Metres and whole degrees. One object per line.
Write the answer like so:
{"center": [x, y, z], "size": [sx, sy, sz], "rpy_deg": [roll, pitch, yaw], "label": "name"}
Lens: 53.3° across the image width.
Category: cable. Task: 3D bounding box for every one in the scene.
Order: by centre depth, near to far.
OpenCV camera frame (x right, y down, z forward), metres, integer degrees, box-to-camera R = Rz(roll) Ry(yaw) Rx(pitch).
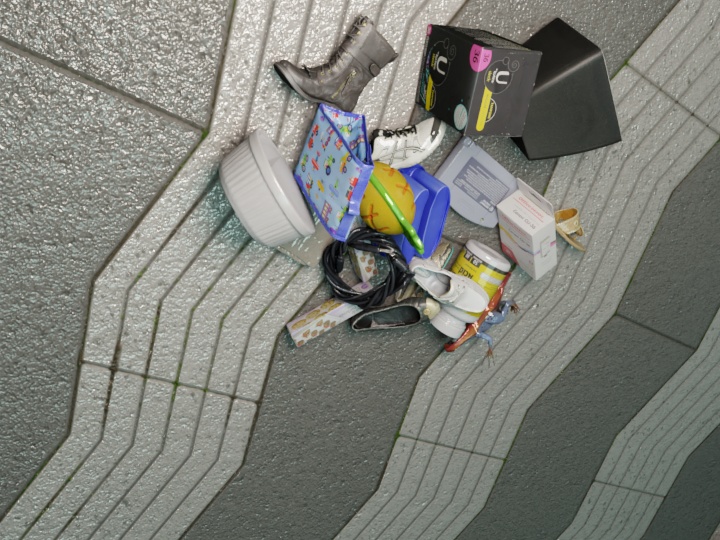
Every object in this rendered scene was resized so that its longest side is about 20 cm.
{"center": [0.000, 0.000, 1.406], "size": [0.163, 0.051, 0.199], "rpy_deg": [42, 133, -21], "label": "cable"}

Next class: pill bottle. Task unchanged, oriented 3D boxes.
{"center": [0.234, 0.044, 1.579], "size": [0.110, 0.111, 0.202], "rpy_deg": [19, 108, -32], "label": "pill bottle"}

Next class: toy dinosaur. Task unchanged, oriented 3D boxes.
{"center": [0.267, 0.115, 1.650], "size": [0.179, 0.105, 0.203], "rpy_deg": [-21, 111, -17], "label": "toy dinosaur"}

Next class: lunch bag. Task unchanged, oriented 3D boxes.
{"center": [-0.036, -0.161, 1.226], "size": [0.093, 0.201, 0.152], "rpy_deg": [8, 128, -24], "label": "lunch bag"}

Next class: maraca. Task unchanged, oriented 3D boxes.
{"center": [0.053, -0.114, 1.299], "size": [0.106, 0.201, 0.137], "rpy_deg": [-37, 169, 2], "label": "maraca"}

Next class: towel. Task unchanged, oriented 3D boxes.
{"center": [-0.087, -0.109, 1.393], "size": [0.132, 0.035, 0.201], "rpy_deg": [32, 100, -36], "label": "towel"}

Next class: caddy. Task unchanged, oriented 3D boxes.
{"center": [0.094, -0.111, 1.434], "size": [0.140, 0.104, 0.203], "rpy_deg": [-14, 126, -43], "label": "caddy"}

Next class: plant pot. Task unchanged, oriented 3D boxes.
{"center": [0.364, -0.333, 1.389], "size": [0.175, 0.201, 0.201], "rpy_deg": [-25, 126, 6], "label": "plant pot"}

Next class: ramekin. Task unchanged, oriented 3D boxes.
{"center": [-0.165, -0.134, 1.249], "size": [0.093, 0.203, 0.203], "rpy_deg": [-27, 127, 7], "label": "ramekin"}

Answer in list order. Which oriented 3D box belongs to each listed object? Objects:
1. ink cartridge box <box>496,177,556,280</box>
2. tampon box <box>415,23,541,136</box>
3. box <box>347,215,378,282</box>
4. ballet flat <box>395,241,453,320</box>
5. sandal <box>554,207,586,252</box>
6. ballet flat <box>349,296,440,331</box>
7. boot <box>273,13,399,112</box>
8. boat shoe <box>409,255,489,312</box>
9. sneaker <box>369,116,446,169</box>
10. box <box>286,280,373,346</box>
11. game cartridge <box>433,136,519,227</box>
{"center": [0.352, -0.087, 1.524], "size": [0.067, 0.117, 0.201], "rpy_deg": [-35, 141, -11], "label": "ink cartridge box"}
{"center": [0.205, -0.344, 1.292], "size": [0.124, 0.200, 0.152], "rpy_deg": [-3, 118, -23], "label": "tampon box"}
{"center": [-0.006, -0.061, 1.426], "size": [0.038, 0.041, 0.201], "rpy_deg": [-32, 139, -15], "label": "box"}
{"center": [0.124, 0.018, 1.548], "size": [0.074, 0.068, 0.202], "rpy_deg": [23, 109, -16], "label": "ballet flat"}
{"center": [0.461, -0.114, 1.616], "size": [0.210, 0.078, 0.070], "rpy_deg": [26, 111, -28], "label": "sandal"}
{"center": [0.074, 0.102, 1.529], "size": [0.197, 0.057, 0.067], "rpy_deg": [-13, 110, 10], "label": "ballet flat"}
{"center": [-0.040, -0.368, 1.252], "size": [0.199, 0.069, 0.175], "rpy_deg": [25, 105, -44], "label": "boot"}
{"center": [0.181, 0.039, 1.484], "size": [0.198, 0.069, 0.072], "rpy_deg": [26, 103, -10], "label": "boat shoe"}
{"center": [0.065, -0.236, 1.342], "size": [0.199, 0.076, 0.088], "rpy_deg": [-32, 120, 18], "label": "sneaker"}
{"center": [-0.059, 0.089, 1.503], "size": [0.198, 0.042, 0.039], "rpy_deg": [-29, 126, -7], "label": "box"}
{"center": [0.242, -0.177, 1.505], "size": [0.199, 0.041, 0.134], "rpy_deg": [32, 98, -34], "label": "game cartridge"}
